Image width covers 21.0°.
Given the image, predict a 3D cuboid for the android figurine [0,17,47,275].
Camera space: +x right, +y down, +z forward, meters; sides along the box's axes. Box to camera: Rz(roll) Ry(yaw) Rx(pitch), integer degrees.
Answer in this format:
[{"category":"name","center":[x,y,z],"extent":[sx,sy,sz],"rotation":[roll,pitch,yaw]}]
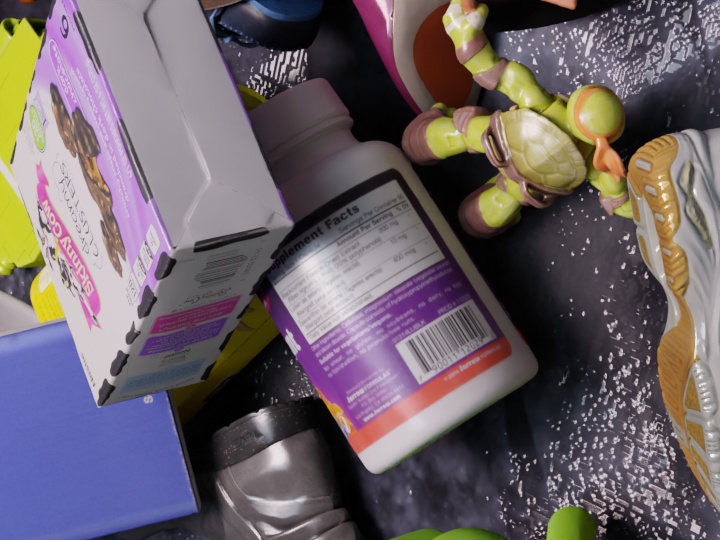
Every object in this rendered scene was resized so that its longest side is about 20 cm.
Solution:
[{"category":"android figurine","center":[-0.215,-0.085,1.325],"extent":[0.182,0.041,0.200],"rotation":[50,123,27]}]

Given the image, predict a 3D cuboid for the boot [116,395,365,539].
[{"category":"boot","center":[-0.078,0.171,1.203],"extent":[0.200,0.070,0.132],"rotation":[-31,77,44]}]

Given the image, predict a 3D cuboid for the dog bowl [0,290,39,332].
[{"category":"dog bowl","center":[-0.263,0.108,1.273],"extent":[0.079,0.200,0.200],"rotation":[-45,64,37]}]

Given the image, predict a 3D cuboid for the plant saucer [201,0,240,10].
[{"category":"plant saucer","center":[-0.081,-0.246,1.137],"extent":[0.200,0.034,0.201],"rotation":[-14,61,26]}]

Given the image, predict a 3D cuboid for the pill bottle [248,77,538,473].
[{"category":"pill bottle","center":[0.000,0.000,1.061],"extent":[0.111,0.111,0.200],"rotation":[-37,82,37]}]

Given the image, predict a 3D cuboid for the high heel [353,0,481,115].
[{"category":"high heel","center":[0.009,-0.172,1.075],"extent":[0.096,0.067,0.200],"rotation":[24,138,52]}]

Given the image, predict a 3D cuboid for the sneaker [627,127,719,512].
[{"category":"sneaker","center":[0.191,0.025,0.942],"extent":[0.076,0.088,0.200],"rotation":[-123,21,-66]}]

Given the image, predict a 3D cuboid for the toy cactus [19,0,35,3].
[{"category":"toy cactus","center":[-0.285,-0.235,1.352],"extent":[0.165,0.102,0.200],"rotation":[174,98,-67]}]

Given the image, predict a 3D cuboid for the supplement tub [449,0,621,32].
[{"category":"supplement tub","center":[0.079,-0.232,1.005],"extent":[0.107,0.107,0.200],"rotation":[-19,80,41]}]

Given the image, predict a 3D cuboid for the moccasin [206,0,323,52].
[{"category":"moccasin","center":[-0.086,-0.171,1.190],"extent":[0.200,0.080,0.068],"rotation":[44,126,48]}]

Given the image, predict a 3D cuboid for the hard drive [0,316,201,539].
[{"category":"hard drive","center":[-0.208,0.104,1.157],"extent":[0.200,0.025,0.132],"rotation":[-14,99,0]}]

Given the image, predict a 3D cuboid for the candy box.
[{"category":"candy box","center":[-0.121,-0.043,1.055],"extent":[0.168,0.071,0.200],"rotation":[66,154,19]}]

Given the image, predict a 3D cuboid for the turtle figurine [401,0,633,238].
[{"category":"turtle figurine","center":[0.096,-0.059,0.995],"extent":[0.064,0.200,0.161],"rotation":[-59,16,-24]}]

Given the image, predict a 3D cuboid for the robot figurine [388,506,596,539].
[{"category":"robot figurine","center":[0.081,0.212,1.025],"extent":[0.200,0.116,0.176],"rotation":[28,112,37]}]

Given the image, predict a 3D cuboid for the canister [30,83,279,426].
[{"category":"canister","center":[-0.111,0.001,1.206],"extent":[0.200,0.086,0.149],"rotation":[-44,66,37]}]
